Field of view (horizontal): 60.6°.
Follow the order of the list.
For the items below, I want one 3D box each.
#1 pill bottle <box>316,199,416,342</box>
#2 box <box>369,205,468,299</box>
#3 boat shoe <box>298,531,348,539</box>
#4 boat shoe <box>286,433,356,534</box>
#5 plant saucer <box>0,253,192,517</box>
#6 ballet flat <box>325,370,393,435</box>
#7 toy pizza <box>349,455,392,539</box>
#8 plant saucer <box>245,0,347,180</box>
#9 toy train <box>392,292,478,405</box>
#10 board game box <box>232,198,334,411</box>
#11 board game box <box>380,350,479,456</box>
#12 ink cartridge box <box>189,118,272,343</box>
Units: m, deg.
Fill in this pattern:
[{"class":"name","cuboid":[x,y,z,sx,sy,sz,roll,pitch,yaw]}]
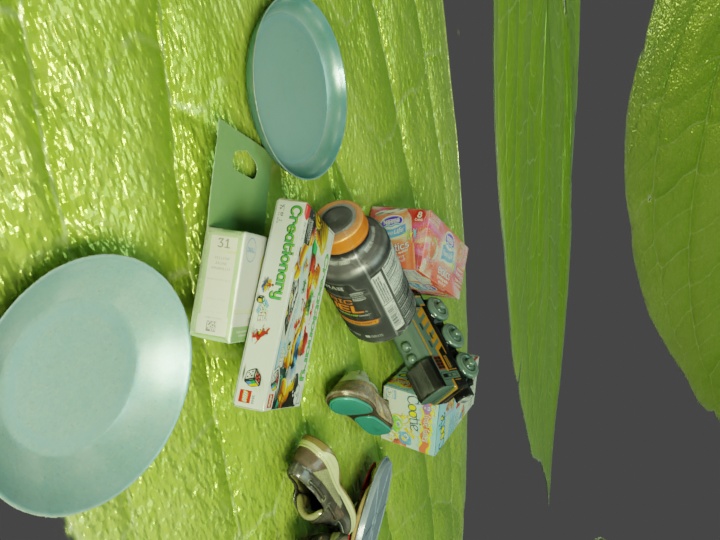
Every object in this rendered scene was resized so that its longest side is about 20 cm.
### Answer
[{"class":"pill bottle","cuboid":[0.000,0.000,0.807,0.107,0.106,0.200,-65,147,-30]},{"class":"box","cuboid":[0.092,-0.024,0.981,0.200,0.102,0.095,30,70,-60]},{"class":"boat shoe","cuboid":[-0.057,0.391,0.828,0.201,0.073,0.075,96,6,-50]},{"class":"boat shoe","cuboid":[-0.058,0.299,0.816,0.065,0.073,0.201,-42,132,-34]},{"class":"plant saucer","cuboid":[-0.217,0.085,0.486,0.201,0.038,0.202,-25,119,-59]},{"class":"ballet flat","cuboid":[-0.002,0.187,0.908,0.200,0.068,0.068,59,26,-57]},{"class":"toy pizza","cuboid":[0.007,0.387,0.959,0.200,0.032,0.201,13,90,-76]},{"class":"plant saucer","cuboid":[-0.072,-0.204,0.698,0.200,0.027,0.201,3,90,-65]},{"class":"toy train","cuboid":[0.108,0.122,0.983,0.114,0.085,0.201,2,54,-45]},{"class":"board game box","cuboid":[-0.074,0.040,0.636,0.126,0.034,0.201,44,56,-76]},{"class":"board game box","cuboid":[0.126,0.222,1.096,0.200,0.103,0.106,-27,124,-58]},{"class":"ink cartridge box","cuboid":[-0.108,-0.033,0.622,0.145,0.048,0.201,14,85,-78]}]
